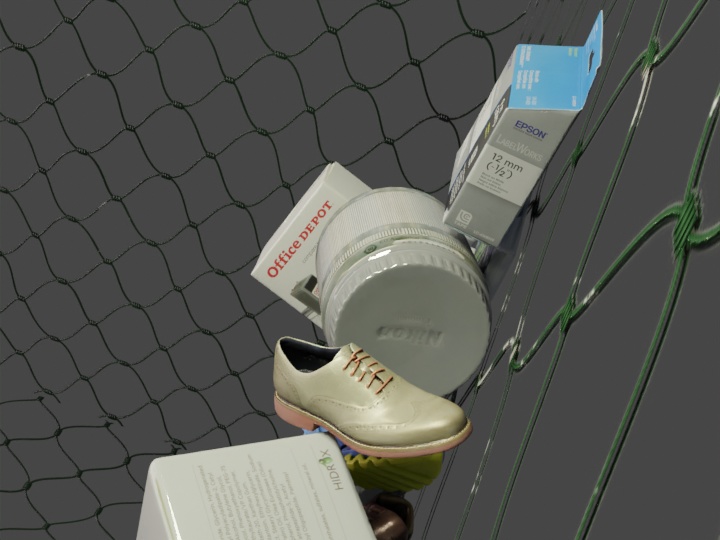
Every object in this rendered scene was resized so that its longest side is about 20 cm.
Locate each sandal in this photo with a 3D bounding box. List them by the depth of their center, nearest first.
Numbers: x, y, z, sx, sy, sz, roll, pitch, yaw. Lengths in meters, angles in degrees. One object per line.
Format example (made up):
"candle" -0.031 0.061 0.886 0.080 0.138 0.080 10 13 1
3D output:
"sandal" -0.003 0.168 1.066 0.079 0.200 0.087 38 -124 -41

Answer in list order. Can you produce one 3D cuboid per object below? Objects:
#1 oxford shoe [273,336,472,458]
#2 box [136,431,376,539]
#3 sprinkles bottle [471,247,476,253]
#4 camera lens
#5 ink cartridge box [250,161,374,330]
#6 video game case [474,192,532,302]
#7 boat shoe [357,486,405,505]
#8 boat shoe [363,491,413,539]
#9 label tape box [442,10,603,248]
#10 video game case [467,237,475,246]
"oxford shoe" 0.002 0.105 0.927 0.071 0.200 0.074 -38 -52 -48
"box" -0.089 0.281 0.933 0.199 0.171 0.200 109 147 -43
"sprinkles bottle" 0.090 0.065 1.309 0.068 0.068 0.200 96 -166 -85
"camera lens" 0.038 0.018 1.062 0.200 0.160 0.160 -101 29 -66
"ink cartridge box" 0.000 0.000 1.221 0.147 0.200 0.083 -51 7 22
"video game case" 0.145 -0.031 1.165 0.200 0.023 0.182 108 -177 -54
"boat shoe" 0.036 0.190 1.128 0.200 0.071 0.072 -46 56 38
"boat shoe" 0.025 0.255 1.067 0.072 0.072 0.200 -40 -13 -4
"label tape box" 0.150 -0.141 1.008 0.143 0.066 0.200 -72 6 -54
"video game case" 0.163 -0.072 1.637 0.200 0.023 0.182 108 -178 -60
